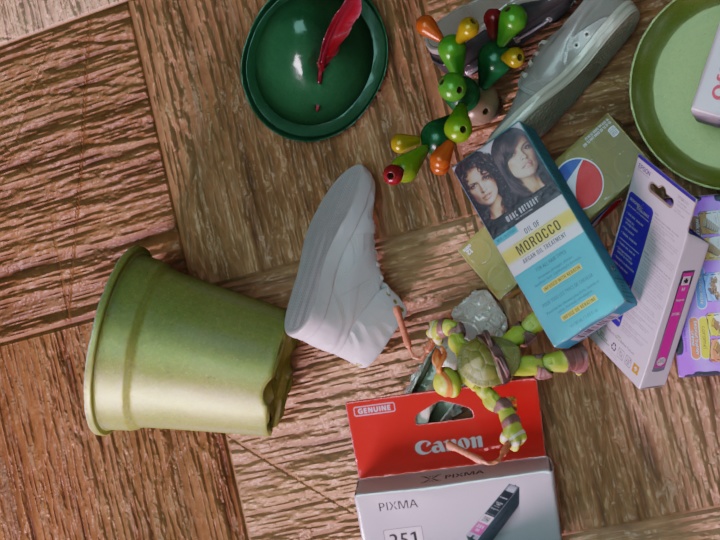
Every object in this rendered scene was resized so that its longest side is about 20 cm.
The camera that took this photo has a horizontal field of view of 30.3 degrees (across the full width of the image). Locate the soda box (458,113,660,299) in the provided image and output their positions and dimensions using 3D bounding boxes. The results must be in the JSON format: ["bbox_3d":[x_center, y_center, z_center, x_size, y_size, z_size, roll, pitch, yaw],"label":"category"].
[{"bbox_3d":[0.194,-0.060,1.305,0.200,0.064,0.068,-43,77,16],"label":"soda box"}]

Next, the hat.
[{"bbox_3d":[-0.070,-0.232,1.334,0.165,0.176,0.201,37,102,15],"label":"hat"}]

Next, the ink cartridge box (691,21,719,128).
[{"bbox_3d":[0.411,-0.178,1.185,0.199,0.083,0.146,20,97,17],"label":"ink cartridge box"}]

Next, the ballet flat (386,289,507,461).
[{"bbox_3d":[0.085,0.114,1.347,0.071,0.072,0.201,31,100,16],"label":"ballet flat"}]

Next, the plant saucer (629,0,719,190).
[{"bbox_3d":[0.357,-0.176,1.264,0.198,0.031,0.202,0,90,19],"label":"plant saucer"}]

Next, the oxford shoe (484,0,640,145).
[{"bbox_3d":[0.188,-0.193,1.302,0.058,0.075,0.200,44,101,19],"label":"oxford shoe"}]

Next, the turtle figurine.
[{"bbox_3d":[0.127,0.080,1.279,0.160,0.065,0.201,-21,52,-17],"label":"turtle figurine"}]

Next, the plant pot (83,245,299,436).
[{"bbox_3d":[-0.165,0.090,1.383,0.182,0.200,0.202,10,95,7],"label":"plant pot"}]

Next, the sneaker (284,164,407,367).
[{"bbox_3d":[0.000,0.000,1.377,0.073,0.115,0.201,-15,52,54],"label":"sneaker"}]

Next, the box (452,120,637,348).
[{"bbox_3d":[0.172,-0.034,1.248,0.082,0.049,0.201,-34,73,18],"label":"box"}]

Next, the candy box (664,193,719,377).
[{"bbox_3d":[0.391,0.008,1.234,0.198,0.071,0.169,-4,89,20],"label":"candy box"}]

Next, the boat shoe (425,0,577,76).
[{"bbox_3d":[0.159,-0.258,1.326,0.199,0.057,0.067,-28,46,14],"label":"boat shoe"}]

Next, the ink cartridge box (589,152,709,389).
[{"bbox_3d":[0.269,0.001,1.234,0.095,0.037,0.202,-128,38,-51],"label":"ink cartridge box"}]

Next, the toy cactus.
[{"bbox_3d":[0.094,-0.168,1.285,0.102,0.165,0.201,29,99,17],"label":"toy cactus"}]

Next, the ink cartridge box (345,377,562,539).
[{"bbox_3d":[0.092,0.206,1.316,0.198,0.044,0.175,-8,105,7],"label":"ink cartridge box"}]
